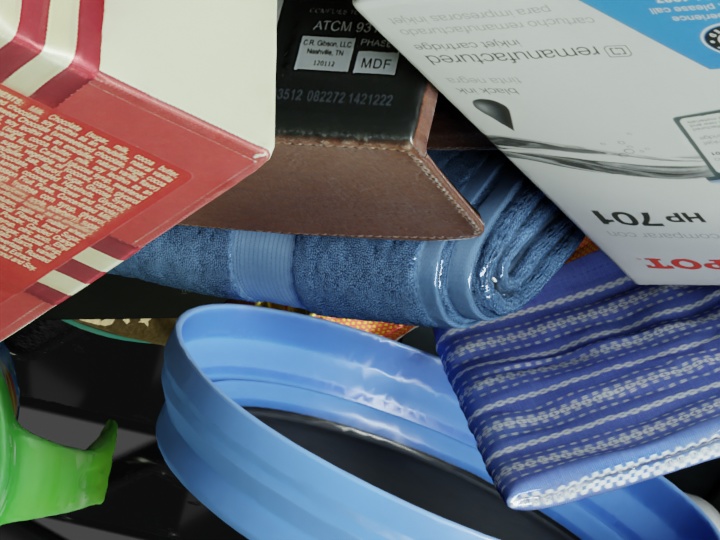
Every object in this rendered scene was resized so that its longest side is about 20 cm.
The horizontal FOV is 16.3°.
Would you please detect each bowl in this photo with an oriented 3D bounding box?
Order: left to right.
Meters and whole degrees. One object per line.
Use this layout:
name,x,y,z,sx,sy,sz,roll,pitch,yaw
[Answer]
bowl,0.023,0.071,0.843,0.200,0.040,0.201,22,-169,-5

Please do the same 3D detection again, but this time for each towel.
towel,-0.016,-0.025,0.911,0.199,0.112,0.049,9,129,31
towel,0.101,0.022,0.857,0.144,0.024,0.200,-18,-165,-1

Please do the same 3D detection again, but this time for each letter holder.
letter holder,-0.040,-0.063,0.860,0.199,0.101,0.142,5,159,24

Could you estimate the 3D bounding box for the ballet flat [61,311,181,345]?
ballet flat,-0.059,0.006,1.114,0.199,0.068,0.072,24,137,-24

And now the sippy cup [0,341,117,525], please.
sippy cup,-0.198,0.060,1.035,0.178,0.140,0.130,47,-174,-3

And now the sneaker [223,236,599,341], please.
sneaker,0.000,0.000,0.988,0.199,0.073,0.077,-29,142,19

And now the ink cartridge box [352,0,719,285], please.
ink cartridge box,0.112,-0.071,0.758,0.146,0.086,0.200,0,154,33

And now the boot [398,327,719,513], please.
boot,0.092,0.035,1.022,0.167,0.077,0.201,17,144,2

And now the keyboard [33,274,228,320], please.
keyboard,-0.056,-0.016,1.051,0.199,0.040,0.104,-1,154,-15

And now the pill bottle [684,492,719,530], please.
pill bottle,0.071,0.130,0.997,0.199,0.113,0.113,15,160,-3

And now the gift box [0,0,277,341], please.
gift box,-0.143,-0.101,0.698,0.199,0.188,0.184,-25,140,37
